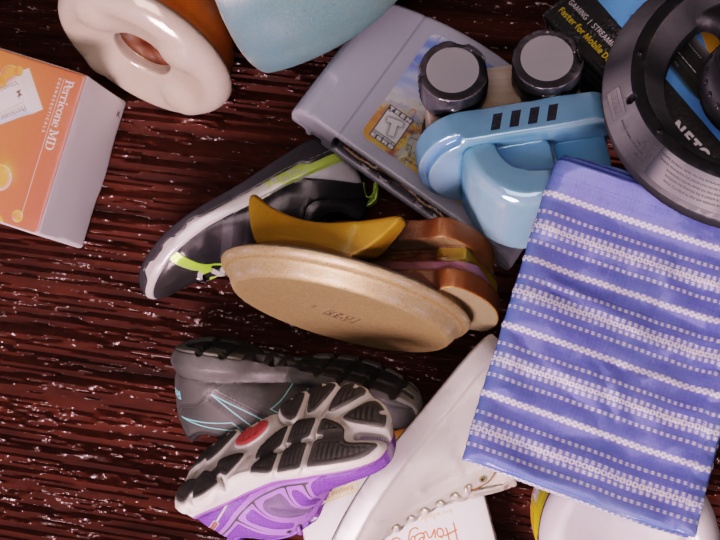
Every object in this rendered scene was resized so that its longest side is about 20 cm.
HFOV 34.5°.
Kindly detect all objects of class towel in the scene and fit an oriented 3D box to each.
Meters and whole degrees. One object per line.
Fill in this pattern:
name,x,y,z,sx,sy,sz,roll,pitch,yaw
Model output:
towel,0.157,0.039,0.689,0.142,0.024,0.203,18,76,7

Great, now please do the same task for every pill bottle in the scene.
pill bottle,0.169,0.168,0.776,0.107,0.200,0.112,-1,85,7

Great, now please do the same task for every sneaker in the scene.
sneaker,-0.077,-0.022,0.886,0.198,0.072,0.084,-33,84,3
sneaker,-0.049,0.102,0.882,0.196,0.075,0.081,8,100,14
sneaker,-0.043,0.143,0.820,0.199,0.081,0.083,-26,118,40
sneaker,0.058,0.146,0.816,0.084,0.073,0.201,40,88,10

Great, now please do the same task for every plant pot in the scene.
plant pot,-0.022,-0.254,0.822,0.132,0.200,0.204,-8,85,15

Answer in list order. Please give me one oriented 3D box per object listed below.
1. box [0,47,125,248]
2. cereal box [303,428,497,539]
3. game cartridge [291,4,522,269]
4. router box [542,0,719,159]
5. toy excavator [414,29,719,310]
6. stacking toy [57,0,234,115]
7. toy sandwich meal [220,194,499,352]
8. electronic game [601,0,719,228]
box,-0.304,-0.110,0.907,0.197,0.097,0.127,17,88,8
cereal box,0.035,0.222,0.869,0.141,0.040,0.204,-15,83,4
game cartridge,0.064,-0.109,0.872,0.199,0.042,0.134,34,75,3
router box,0.240,-0.144,0.781,0.148,0.051,0.201,-37,62,2
toy excavator,0.137,-0.049,0.767,0.191,0.100,0.203,-8,66,0
stacking toy,-0.129,-0.237,0.900,0.144,0.147,0.202,23,70,8
toy sandwich meal,0.000,0.000,0.820,0.201,0.205,0.071,13,75,8
electronic game,0.247,-0.111,0.709,0.196,0.042,0.203,-6,60,10
